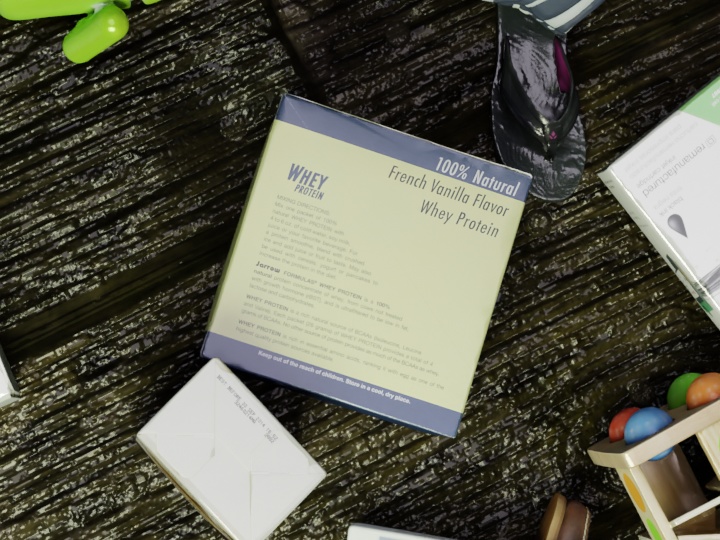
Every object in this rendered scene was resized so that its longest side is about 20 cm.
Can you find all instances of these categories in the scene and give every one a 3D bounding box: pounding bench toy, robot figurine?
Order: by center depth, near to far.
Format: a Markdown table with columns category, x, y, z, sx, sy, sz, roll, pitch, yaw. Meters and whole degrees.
| category | x | y | z | sx | sy | sz | roll | pitch | yaw |
| --- | --- | --- | --- | --- | --- | --- | --- | --- | --- |
| robot figurine | -0.216 | -0.253 | 1.360 | 0.197 | 0.116 | 0.178 | -8 | 79 | -6 |
| pounding bench toy | 0.298 | 0.145 | 1.381 | 0.199 | 0.124 | 0.157 | -28 | 89 | -7 |

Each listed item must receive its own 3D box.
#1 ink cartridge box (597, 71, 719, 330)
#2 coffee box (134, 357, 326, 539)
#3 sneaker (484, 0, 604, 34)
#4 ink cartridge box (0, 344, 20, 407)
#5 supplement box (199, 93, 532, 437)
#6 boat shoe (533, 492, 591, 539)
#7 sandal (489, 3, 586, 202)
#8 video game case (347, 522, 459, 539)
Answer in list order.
| category | x | y | z | sx | sy | sz | roll | pitch | yaw |
| --- | --- | --- | --- | --- | --- | --- | --- | --- | --- |
| ink cartridge box | 0.298 | -0.042 | 1.360 | 0.146 | 0.084 | 0.201 | -39 | 89 | 3 |
| coffee box | -0.099 | 0.134 | 1.305 | 0.080 | 0.200 | 0.113 | -44 | 90 | -10 |
| sneaker | 0.101 | -0.233 | 1.401 | 0.198 | 0.108 | 0.071 | 4 | 73 | 38 |
| ink cartridge box | -0.370 | 0.067 | 1.341 | 0.198 | 0.084 | 0.146 | -23 | 88 | -6 |
| supplement box | 0.000 | 0.000 | 1.356 | 0.198 | 0.134 | 0.202 | 17 | 85 | -4 |
| boat shoe | 0.147 | 0.275 | 1.387 | 0.070 | 0.070 | 0.202 | 17 | 93 | 3 |
| sandal | 0.138 | -0.155 | 1.423 | 0.074 | 0.048 | 0.203 | -5 | 86 | -6 |
| video game case | 0.074 | 0.297 | 1.356 | 0.198 | 0.023 | 0.185 | 7 | 90 | 19 |
